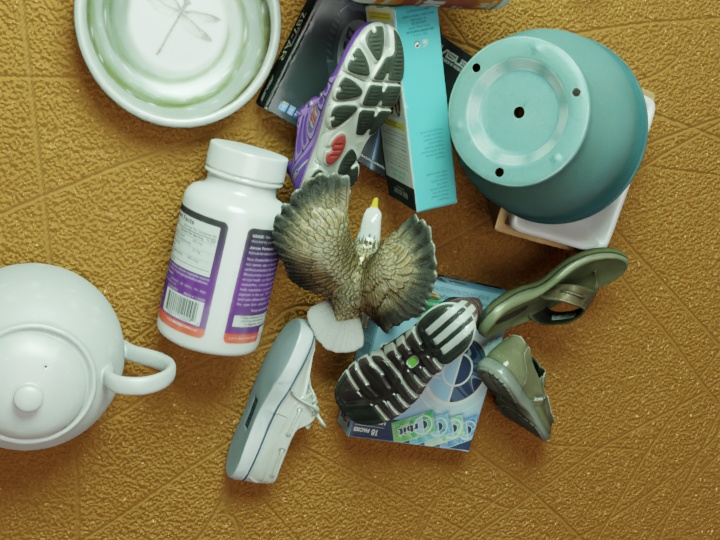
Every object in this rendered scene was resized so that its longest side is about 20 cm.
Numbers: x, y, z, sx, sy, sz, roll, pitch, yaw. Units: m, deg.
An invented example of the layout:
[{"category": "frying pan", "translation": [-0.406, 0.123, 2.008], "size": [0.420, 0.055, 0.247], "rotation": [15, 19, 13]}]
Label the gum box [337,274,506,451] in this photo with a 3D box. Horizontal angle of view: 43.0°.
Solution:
[{"category": "gum box", "translation": [0.078, 0.107, 1.091], "size": [0.167, 0.045, 0.203], "rotation": [11, 102, -23]}]

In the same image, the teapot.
[{"category": "teapot", "translation": [-0.315, 0.096, 0.887], "size": [0.200, 0.146, 0.198], "rotation": [-43, 116, -4]}]

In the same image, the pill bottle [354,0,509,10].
[{"category": "pill bottle", "translation": [0.042, -0.295, 0.815], "size": [0.196, 0.112, 0.114], "rotation": [-3, 107, -18]}]

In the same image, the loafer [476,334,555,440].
[{"category": "loafer", "translation": [0.203, 0.143, 1.106], "size": [0.070, 0.075, 0.200], "rotation": [-52, 144, -12]}]

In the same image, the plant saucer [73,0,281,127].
[{"category": "plant saucer", "translation": [-0.177, -0.244, 0.889], "size": [0.196, 0.050, 0.204], "rotation": [-6, 107, -18]}]

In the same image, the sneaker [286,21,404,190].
[{"category": "sneaker", "translation": [-0.028, -0.156, 0.892], "size": [0.080, 0.084, 0.202], "rotation": [-3, 132, -43]}]

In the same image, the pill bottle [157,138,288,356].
[{"category": "pill bottle", "translation": [-0.136, -0.026, 0.935], "size": [0.110, 0.111, 0.204], "rotation": [10, 103, -22]}]

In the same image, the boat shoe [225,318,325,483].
[{"category": "boat shoe", "translation": [-0.077, 0.155, 1.032], "size": [0.085, 0.075, 0.205], "rotation": [19, 101, -23]}]

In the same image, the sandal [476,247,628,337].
[{"category": "sandal", "translation": [0.228, 0.038, 1.062], "size": [0.198, 0.058, 0.080], "rotation": [-26, 149, -12]}]

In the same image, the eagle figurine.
[{"category": "eagle figurine", "translation": [-0.001, -0.008, 0.927], "size": [0.149, 0.200, 0.153], "rotation": [-19, 80, 2]}]

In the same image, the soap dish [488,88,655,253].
[{"category": "soap dish", "translation": [0.241, -0.130, 1.060], "size": [0.155, 0.081, 0.203], "rotation": [12, 101, -23]}]

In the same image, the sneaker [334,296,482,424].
[{"category": "sneaker", "translation": [0.065, 0.095, 1.022], "size": [0.199, 0.115, 0.076], "rotation": [-37, 87, 29]}]

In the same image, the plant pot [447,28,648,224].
[{"category": "plant pot", "translation": [0.175, -0.146, 0.903], "size": [0.196, 0.187, 0.204], "rotation": [2, 94, 23]}]

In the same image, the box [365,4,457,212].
[{"category": "box", "translation": [0.052, -0.169, 0.929], "size": [0.048, 0.082, 0.204], "rotation": [-14, 111, -15]}]

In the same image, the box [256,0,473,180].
[{"category": "box", "translation": [0.011, -0.200, 0.975], "size": [0.198, 0.044, 0.162], "rotation": [27, 96, -25]}]
